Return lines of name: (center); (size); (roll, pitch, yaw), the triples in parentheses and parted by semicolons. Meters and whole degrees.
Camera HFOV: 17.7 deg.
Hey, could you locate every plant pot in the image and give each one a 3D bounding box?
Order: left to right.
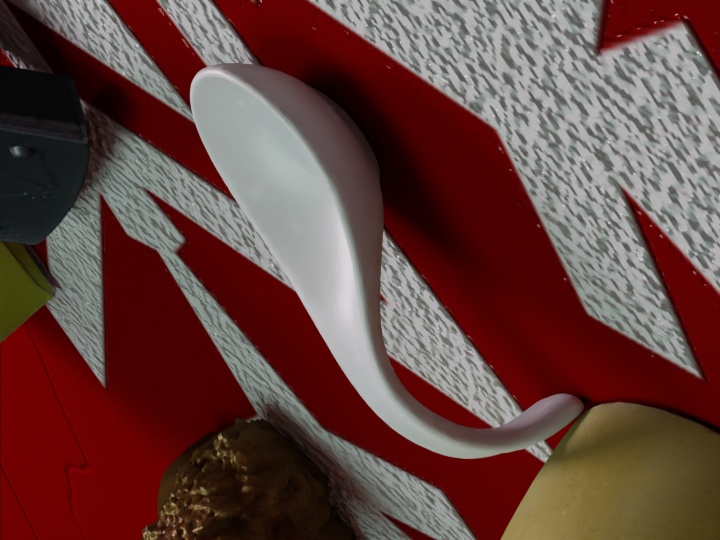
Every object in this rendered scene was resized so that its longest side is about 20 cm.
plant pot: (0.110, 0.171, 0.886); (0.200, 0.142, 0.200); (40, 158, 20)

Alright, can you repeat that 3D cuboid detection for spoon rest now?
spoon rest: (0.000, 0.000, 0.910); (0.200, 0.061, 0.099); (48, 159, -5)

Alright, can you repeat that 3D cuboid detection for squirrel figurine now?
squirrel figurine: (-0.095, 0.179, 1.235); (0.141, 0.187, 0.200); (42, 159, 13)

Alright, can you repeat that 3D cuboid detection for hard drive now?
hard drive: (-0.203, -0.060, 1.132); (0.135, 0.042, 0.200); (9, 165, -13)

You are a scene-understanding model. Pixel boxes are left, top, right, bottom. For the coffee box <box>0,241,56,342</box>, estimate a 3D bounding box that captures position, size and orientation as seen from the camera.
coffee box: (-0.339, -0.014, 1.345); (0.198, 0.200, 0.200); (17, 144, 52)
